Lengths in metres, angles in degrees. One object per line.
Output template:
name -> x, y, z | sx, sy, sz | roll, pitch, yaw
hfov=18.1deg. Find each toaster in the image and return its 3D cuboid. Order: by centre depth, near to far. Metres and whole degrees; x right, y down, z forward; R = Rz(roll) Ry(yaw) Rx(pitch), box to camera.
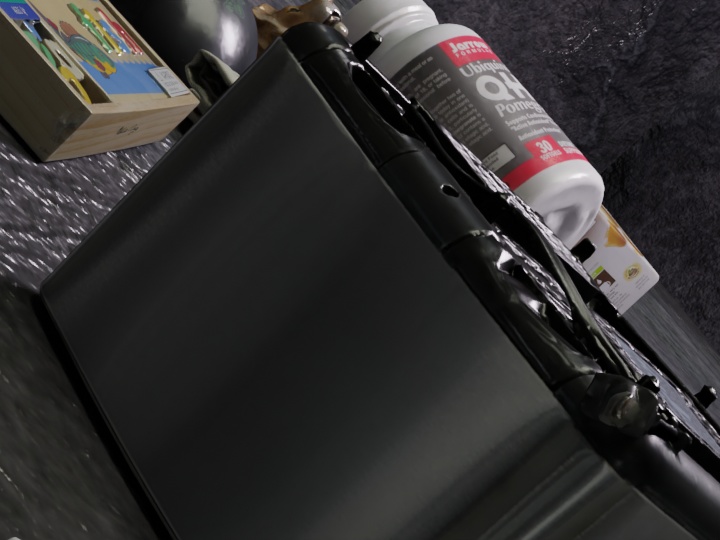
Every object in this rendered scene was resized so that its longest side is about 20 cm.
toaster -> 0.024, 0.044, 0.620 | 0.181, 0.119, 0.200 | 53, 9, 37

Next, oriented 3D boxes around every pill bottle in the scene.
pill bottle -> 0.062, -0.092, 1.506 | 0.200, 0.111, 0.111 | 51, 9, 23

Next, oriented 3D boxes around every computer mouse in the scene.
computer mouse -> -0.102, -0.152, 1.128 | 0.138, 0.053, 0.200 | 42, 10, -43

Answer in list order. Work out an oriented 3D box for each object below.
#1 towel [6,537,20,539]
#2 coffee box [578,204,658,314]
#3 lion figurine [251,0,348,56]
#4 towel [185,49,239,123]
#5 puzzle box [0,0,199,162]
towel -> 0.007, 0.141, 0.384 | 0.200, 0.031, 0.149 | 54, 11, 35
coffee box -> 0.144, -0.050, 1.845 | 0.200, 0.080, 0.115 | 41, 10, -39
lion figurine -> -0.004, -0.074, 1.272 | 0.122, 0.073, 0.200 | 37, -11, 21
towel -> 0.000, 0.000, 1.054 | 0.193, 0.034, 0.200 | 56, 8, 28
puzzle box -> -0.129, -0.101, 0.839 | 0.133, 0.025, 0.200 | 47, 8, 0
